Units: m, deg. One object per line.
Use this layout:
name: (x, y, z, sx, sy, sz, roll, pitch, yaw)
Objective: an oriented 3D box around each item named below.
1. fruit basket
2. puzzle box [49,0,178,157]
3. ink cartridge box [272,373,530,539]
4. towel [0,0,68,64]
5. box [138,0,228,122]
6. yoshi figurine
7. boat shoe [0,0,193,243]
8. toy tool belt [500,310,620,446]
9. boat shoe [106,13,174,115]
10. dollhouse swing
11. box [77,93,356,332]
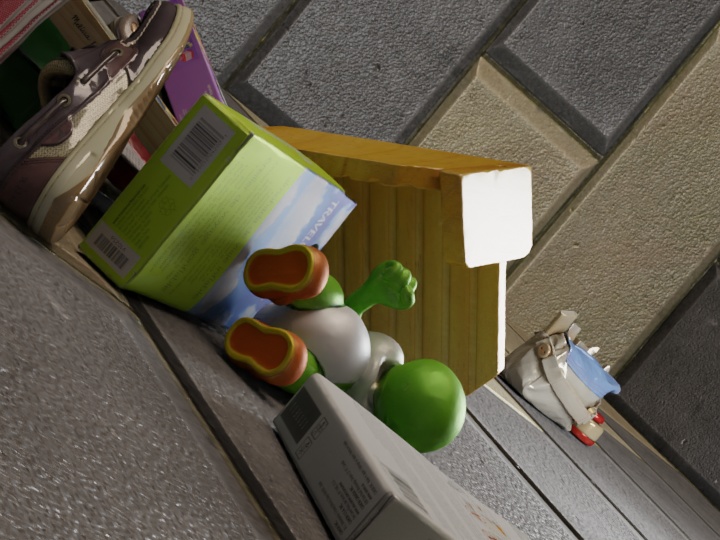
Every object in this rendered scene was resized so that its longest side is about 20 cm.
fruit basket: (-0.184, -0.099, 1.609, 0.200, 0.094, 0.185, 51, 2, -13)
puzzle box: (-0.164, -0.139, 1.463, 0.201, 0.025, 0.133, 54, -1, -6)
ink cartridge box: (0.045, 0.148, 1.257, 0.173, 0.044, 0.200, 40, 4, -20)
towel: (-0.257, -0.188, 1.377, 0.200, 0.146, 0.030, 43, -6, 31)
box: (-0.110, -0.095, 1.742, 0.137, 0.039, 0.201, 68, -1, -48)
yoshi figurine: (0.004, 0.061, 1.462, 0.200, 0.112, 0.112, 39, 19, -53)
boat shoe: (-0.157, -0.100, 1.328, 0.065, 0.072, 0.201, 32, 48, -6)
toy tool belt: (0.275, 0.135, 2.909, 0.200, 0.123, 0.125, 37, 5, -42)
boat shoe: (-0.182, -0.124, 1.819, 0.201, 0.071, 0.076, 69, 5, -50)
dollhouse swing: (0.000, 0.000, 1.592, 0.199, 0.177, 0.181, 11, 10, 24)
box: (-0.083, -0.030, 1.418, 0.048, 0.122, 0.200, 42, 4, 20)
